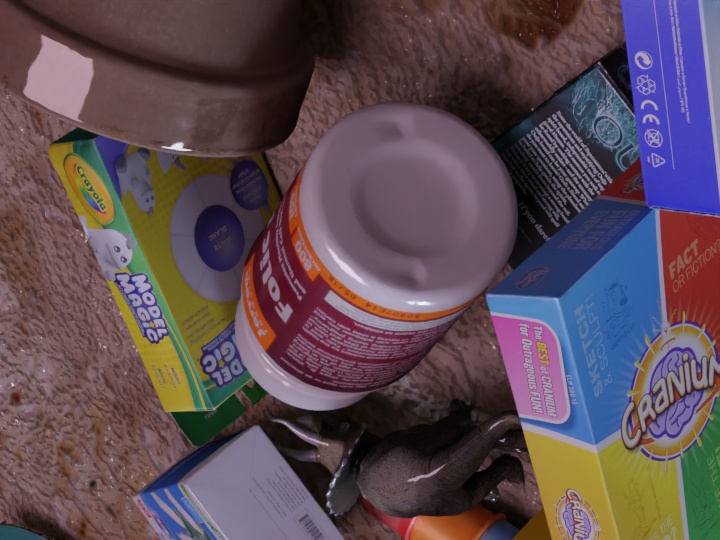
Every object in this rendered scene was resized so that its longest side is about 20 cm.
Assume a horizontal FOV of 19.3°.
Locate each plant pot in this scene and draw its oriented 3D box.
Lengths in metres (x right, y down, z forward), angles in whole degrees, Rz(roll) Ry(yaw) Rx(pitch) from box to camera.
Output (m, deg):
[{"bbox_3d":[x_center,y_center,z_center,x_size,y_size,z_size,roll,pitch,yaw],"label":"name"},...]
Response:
[{"bbox_3d":[-0.099,-0.180,1.090,0.200,0.200,0.175,33,118,19],"label":"plant pot"}]

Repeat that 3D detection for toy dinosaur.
[{"bbox_3d":[0.039,0.114,1.193,0.200,0.102,0.077,6,111,62],"label":"toy dinosaur"}]

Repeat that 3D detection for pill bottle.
[{"bbox_3d":[0.000,0.000,1.138,0.114,0.114,0.200,47,153,5],"label":"pill bottle"}]

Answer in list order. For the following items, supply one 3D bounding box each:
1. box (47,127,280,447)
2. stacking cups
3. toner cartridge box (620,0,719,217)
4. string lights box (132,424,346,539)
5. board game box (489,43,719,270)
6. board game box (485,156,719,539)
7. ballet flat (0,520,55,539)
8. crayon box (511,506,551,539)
[{"bbox_3d":[-0.092,-0.008,1.232,0.048,0.117,0.200,-4,116,42],"label":"box"},{"bbox_3d":[0.085,0.180,1.250,0.200,0.061,0.061,30,133,22],"label":"stacking cups"},{"bbox_3d":[0.157,-0.134,0.954,0.043,0.095,0.200,10,124,35],"label":"toner cartridge box"},{"bbox_3d":[-0.075,0.159,1.316,0.103,0.059,0.200,53,163,-2],"label":"string lights box"},{"bbox_3d":[0.148,-0.003,1.098,0.200,0.028,0.135,53,137,-1],"label":"board game box"},{"bbox_3d":[0.138,0.065,1.019,0.040,0.153,0.200,2,119,38],"label":"board game box"},{"bbox_3d":[-0.199,0.255,1.539,0.200,0.072,0.072,28,132,23],"label":"ballet flat"},{"bbox_3d":[0.139,0.205,1.119,0.172,0.200,0.058,19,129,30],"label":"crayon box"}]
